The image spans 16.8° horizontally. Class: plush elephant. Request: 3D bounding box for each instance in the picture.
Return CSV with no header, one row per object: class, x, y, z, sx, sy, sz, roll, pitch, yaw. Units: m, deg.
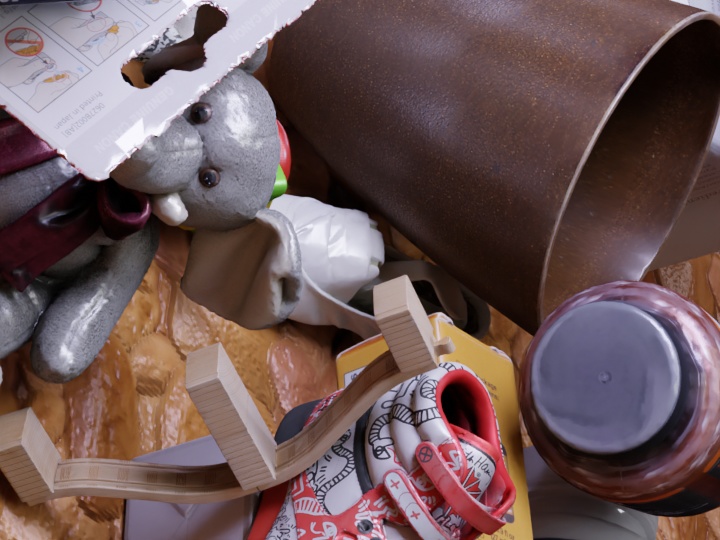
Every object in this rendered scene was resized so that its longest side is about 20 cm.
plush elephant,-0.104,-0.043,1.047,0.200,0.155,0.165,-14,87,-57

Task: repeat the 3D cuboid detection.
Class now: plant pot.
plant pot,0.059,-0.085,1.265,0.187,0.200,0.187,-47,153,-34

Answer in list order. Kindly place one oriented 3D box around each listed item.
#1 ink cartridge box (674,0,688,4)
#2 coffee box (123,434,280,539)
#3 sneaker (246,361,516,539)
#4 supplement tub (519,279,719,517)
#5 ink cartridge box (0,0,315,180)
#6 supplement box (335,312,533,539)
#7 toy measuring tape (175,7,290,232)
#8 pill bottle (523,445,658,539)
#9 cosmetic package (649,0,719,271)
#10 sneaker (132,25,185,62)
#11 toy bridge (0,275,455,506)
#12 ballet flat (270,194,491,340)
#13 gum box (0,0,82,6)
ink cartridge box,0.092,-0.180,1.386,0.050,0.161,0.200,22,49,-49
coffee box,-0.019,0.165,1.148,0.200,0.080,0.115,33,48,-45
sneaker,0.004,0.126,1.027,0.067,0.108,0.202,44,41,-32
supplement tub,0.139,0.063,1.193,0.200,0.107,0.107,29,50,-71
ink cartridge box,-0.139,-0.127,1.001,0.200,0.050,0.161,40,51,7
supplement box,0.037,0.125,1.116,0.067,0.069,0.200,33,46,-47
toy measuring tape,-0.085,-0.083,1.200,0.074,0.074,0.200,19,39,-52
pill bottle,0.106,0.197,1.286,0.120,0.120,0.200,45,42,-36
cosmetic package,0.162,-0.112,1.474,0.200,0.166,0.168,25,55,-48
sneaker,-0.093,-0.163,1.170,0.088,0.077,0.200,22,54,-2
toy bridge,-0.053,0.063,1.040,0.027,0.200,0.067,-91,159,-56
ballet flat,0.000,0.000,1.270,0.200,0.069,0.070,28,53,-47
gum box,-0.200,-0.189,0.953,0.170,0.045,0.200,-7,58,-27
